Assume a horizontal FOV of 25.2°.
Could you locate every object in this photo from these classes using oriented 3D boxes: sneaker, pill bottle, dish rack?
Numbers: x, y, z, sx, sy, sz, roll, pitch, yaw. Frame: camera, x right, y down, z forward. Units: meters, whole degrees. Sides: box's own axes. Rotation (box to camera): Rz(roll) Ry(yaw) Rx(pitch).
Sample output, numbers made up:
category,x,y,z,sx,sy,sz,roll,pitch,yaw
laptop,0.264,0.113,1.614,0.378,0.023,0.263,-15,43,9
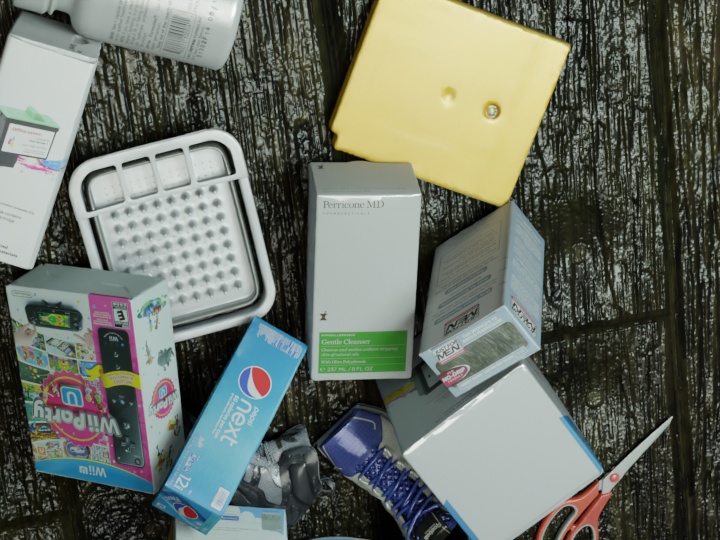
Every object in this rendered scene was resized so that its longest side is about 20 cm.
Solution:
category,x,y,z,sx,sy,sz,roll,pitch,yaw
sneaker,-0.111,0.185,1.646,0.114,0.076,0.200,-38,115,4
pill bottle,-0.208,-0.260,1.461,0.198,0.114,0.115,12,106,-13
dish rack,-0.183,-0.033,1.577,0.170,0.044,0.202,-15,109,-5
sneaker,0.053,0.227,1.662,0.199,0.115,0.081,42,97,-19

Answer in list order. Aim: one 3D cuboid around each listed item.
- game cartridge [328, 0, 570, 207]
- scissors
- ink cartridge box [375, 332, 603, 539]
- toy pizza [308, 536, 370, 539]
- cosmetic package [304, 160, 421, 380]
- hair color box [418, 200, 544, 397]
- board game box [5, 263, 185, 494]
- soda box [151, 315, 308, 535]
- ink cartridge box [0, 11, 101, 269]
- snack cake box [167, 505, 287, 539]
category,x,y,z,sx,sy,sz,roll,pitch,yaw
game cartridge,0.084,-0.175,1.584,0.198,0.032,0.178,19,104,-12
scissors,0.262,0.230,1.751,0.073,0.014,0.201,26,103,-14
ink cartridge box,0.121,0.148,1.602,0.146,0.200,0.147,-37,110,5
toy pizza,0.009,0.333,1.691,0.198,0.032,0.201,11,138,10
cosmetic package,0.000,0.000,1.584,0.106,0.085,0.202,-2,117,-6
hair color box,0.120,0.024,1.551,0.099,0.201,0.061,-32,111,24
board game box,-0.253,0.103,1.559,0.146,0.064,0.202,6,114,26
soda box,-0.125,0.149,1.560,0.064,0.068,0.201,30,60,-4
ink cartridge box,-0.305,-0.123,1.473,0.083,0.145,0.202,17,104,-12
snack cake box,-0.146,0.327,1.646,0.114,0.068,0.201,5,133,-13
